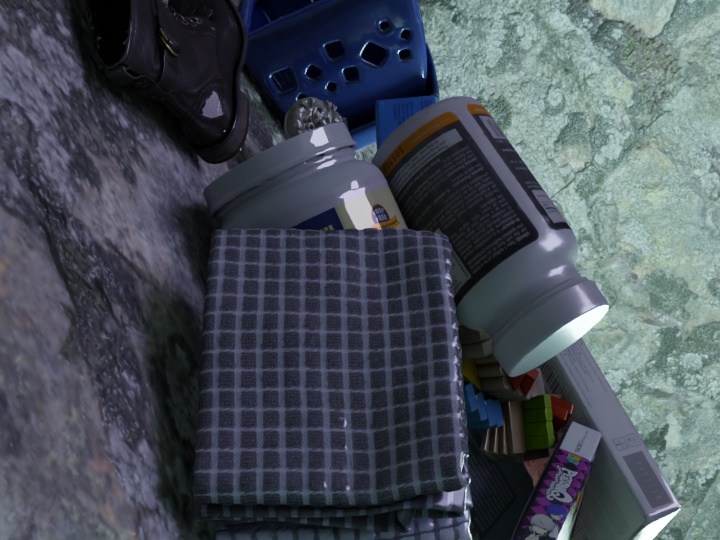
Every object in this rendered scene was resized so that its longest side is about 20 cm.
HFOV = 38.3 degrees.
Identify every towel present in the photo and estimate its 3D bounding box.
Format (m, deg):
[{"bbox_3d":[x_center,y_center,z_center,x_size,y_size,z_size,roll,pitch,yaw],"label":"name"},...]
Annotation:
[{"bbox_3d":[-0.017,0.064,0.625,0.086,0.162,0.203,97,-8,-53],"label":"towel"}]

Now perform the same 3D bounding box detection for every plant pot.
[{"bbox_3d":[-0.015,-0.248,1.169,0.201,0.197,0.182,-93,160,-59],"label":"plant pot"}]

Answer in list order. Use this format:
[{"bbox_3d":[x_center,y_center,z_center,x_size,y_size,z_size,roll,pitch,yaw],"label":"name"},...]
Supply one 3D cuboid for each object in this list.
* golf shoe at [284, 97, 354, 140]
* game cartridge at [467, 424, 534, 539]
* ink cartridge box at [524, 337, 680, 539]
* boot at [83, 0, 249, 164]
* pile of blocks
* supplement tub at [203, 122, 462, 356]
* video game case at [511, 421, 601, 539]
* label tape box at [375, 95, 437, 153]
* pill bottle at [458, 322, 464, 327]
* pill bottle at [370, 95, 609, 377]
[{"bbox_3d":[-0.048,-0.099,1.009,0.200,0.095,0.080,54,48,-59],"label":"golf shoe"},{"bbox_3d":[0.074,0.177,0.908,0.040,0.133,0.202,5,-48,54],"label":"game cartridge"},{"bbox_3d":[0.202,0.183,0.990,0.177,0.044,0.202,110,-37,-49],"label":"ink cartridge box"},{"bbox_3d":[-0.152,-0.193,0.801,0.174,0.068,0.203,44,27,-57],"label":"boot"},{"bbox_3d":[0.128,0.111,0.880,0.199,0.061,0.083,37,55,-39],"label":"pile of blocks"},{"bbox_3d":[-0.023,0.007,0.782,0.203,0.143,0.145,65,14,0],"label":"supplement tub"},{"bbox_3d":[0.149,0.261,0.887,0.181,0.035,0.203,-45,148,-54],"label":"video game case"},{"bbox_3d":[0.055,-0.045,1.008,0.202,0.062,0.146,79,7,-52],"label":"label tape box"},{"bbox_3d":[0.138,0.081,1.105,0.112,0.110,0.202,-96,160,-54],"label":"pill bottle"},{"bbox_3d":[0.100,-0.027,0.813,0.202,0.116,0.116,58,11,18],"label":"pill bottle"}]
